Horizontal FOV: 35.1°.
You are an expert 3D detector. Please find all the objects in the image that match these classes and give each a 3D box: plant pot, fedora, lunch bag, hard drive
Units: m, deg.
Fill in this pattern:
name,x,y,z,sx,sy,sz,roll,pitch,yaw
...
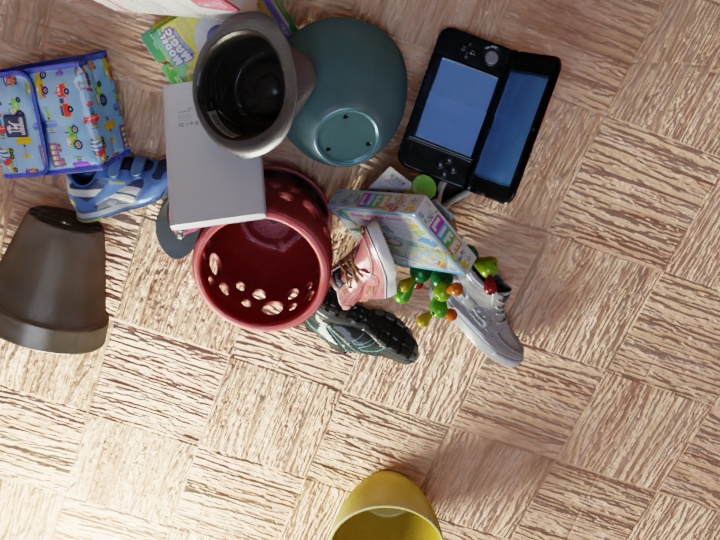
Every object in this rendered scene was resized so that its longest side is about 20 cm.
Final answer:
name,x,y,z,sx,sy,sz,roll,pitch,yaw
plant pot,-0.459,0.006,1.705,0.197,0.200,0.176,17,105,-8
fedora,-0.126,-0.239,1.466,0.198,0.090,0.180,-22,84,40
lunch bag,-0.446,-0.217,1.615,0.196,0.094,0.153,-5,108,18
plant pot,-0.025,-0.219,1.546,0.196,0.136,0.202,-5,132,-5
hard drive,-0.198,-0.162,1.542,0.129,0.204,0.025,-7,165,5
plant pot,0.044,0.430,1.953,0.196,0.143,0.203,1,122,1
plant pot,-0.136,-0.042,1.652,0.196,0.184,0.204,1,122,1

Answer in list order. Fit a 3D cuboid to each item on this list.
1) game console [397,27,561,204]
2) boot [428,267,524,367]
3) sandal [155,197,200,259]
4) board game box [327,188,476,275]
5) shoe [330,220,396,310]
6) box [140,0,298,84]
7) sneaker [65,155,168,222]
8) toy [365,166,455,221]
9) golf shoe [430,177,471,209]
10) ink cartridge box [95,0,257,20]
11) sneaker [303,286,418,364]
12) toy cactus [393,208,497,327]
name,x,y,z,sx,sy,sz,roll,pitch,yaw
game console,0.155,-0.212,1.526,0.170,0.119,0.203,20,95,2
boot,0.205,0.064,1.766,0.199,0.074,0.095,39,122,-18
sandal,-0.255,-0.098,1.703,0.074,0.045,0.201,24,119,-13
board game box,0.057,-0.057,1.624,0.135,0.198,0.034,47,68,-33
shoe,0.000,0.000,1.630,0.090,0.072,0.201,-20,158,-3
box,-0.198,-0.322,1.567,0.198,0.049,0.118,-27,117,19
sneaker,-0.345,-0.136,1.669,0.197,0.074,0.083,-18,117,11
toy,0.064,-0.098,1.643,0.114,0.200,0.048,36,72,-7
golf shoe,0.176,-0.160,1.628,0.077,0.089,0.200,37,114,-17
ink cartridge box,-0.242,-0.376,1.446,0.196,0.146,0.085,8,93,12
sneaker,0.000,0.097,1.806,0.198,0.076,0.080,29,130,-6
toy cactus,0.131,-0.009,1.685,0.101,0.168,0.199,14,157,-30
